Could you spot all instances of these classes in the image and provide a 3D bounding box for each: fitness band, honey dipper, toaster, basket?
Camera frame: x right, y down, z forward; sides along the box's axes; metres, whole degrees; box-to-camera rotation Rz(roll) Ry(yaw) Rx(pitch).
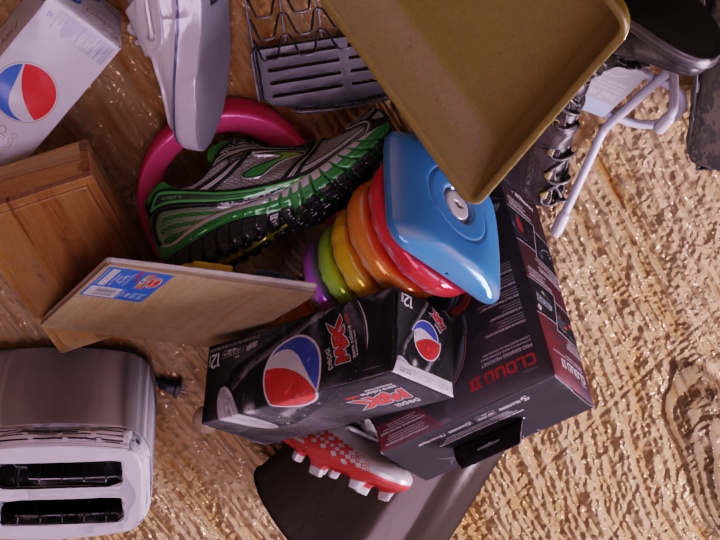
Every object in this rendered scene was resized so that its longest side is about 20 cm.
[{"bbox_3d":[-0.091,-0.039,1.230,0.142,0.038,0.201,-24,122,6],"label":"fitness band"},{"bbox_3d":[-0.076,0.050,1.245,0.038,0.038,0.201,24,114,-20],"label":"honey dipper"},{"bbox_3d":[-0.235,0.137,1.260,0.197,0.130,0.115,0,122,-9],"label":"toaster"},{"bbox_3d":[0.035,0.151,1.299,0.200,0.181,0.136,-50,149,12],"label":"basket"}]

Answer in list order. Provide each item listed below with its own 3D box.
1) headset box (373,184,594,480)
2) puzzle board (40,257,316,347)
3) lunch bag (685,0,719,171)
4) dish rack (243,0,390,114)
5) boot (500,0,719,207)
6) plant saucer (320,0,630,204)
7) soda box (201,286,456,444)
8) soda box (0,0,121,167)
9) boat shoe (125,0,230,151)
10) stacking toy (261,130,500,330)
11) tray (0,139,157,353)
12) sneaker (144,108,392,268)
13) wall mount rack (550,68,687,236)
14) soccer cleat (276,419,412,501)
[{"bbox_3d":[0.078,0.050,1.183,0.147,0.202,0.075,-26,146,22],"label":"headset box"},{"bbox_3d":[-0.136,0.022,1.148,0.149,0.018,0.200,9,163,-22],"label":"puzzle board"},{"bbox_3d":[0.324,-0.163,1.157,0.165,0.140,0.202,3,119,8],"label":"lunch bag"},{"bbox_3d":[-0.019,-0.202,1.133,0.151,0.055,0.202,-9,122,-2],"label":"dish rack"},{"bbox_3d":[0.142,-0.119,1.068,0.069,0.199,0.176,-28,137,-40],"label":"boot"},{"bbox_3d":[0.075,-0.177,1.020,0.048,0.201,0.200,-25,165,-37],"label":"plant saucer"},{"bbox_3d":[-0.026,0.073,1.152,0.199,0.064,0.070,-19,148,41],"label":"soda box"},{"bbox_3d":[-0.255,-0.118,1.140,0.063,0.068,0.200,36,110,-25],"label":"soda box"},{"bbox_3d":[-0.133,-0.185,1.120,0.064,0.074,0.203,6,109,16],"label":"boat shoe"},{"bbox_3d":[0.000,0.000,1.158,0.116,0.111,0.199,32,130,-32],"label":"stacking toy"},{"bbox_3d":[-0.214,-0.012,1.180,0.097,0.037,0.201,-17,148,2],"label":"tray"},{"bbox_3d":[-0.065,-0.070,1.154,0.198,0.078,0.086,-28,78,-12],"label":"sneaker"},{"bbox_3d":[0.143,-0.112,1.203,0.198,0.075,0.174,19,147,-17],"label":"wall mount rack"},{"bbox_3d":[-0.025,0.111,1.237,0.068,0.199,0.086,28,88,-41],"label":"soccer cleat"}]
